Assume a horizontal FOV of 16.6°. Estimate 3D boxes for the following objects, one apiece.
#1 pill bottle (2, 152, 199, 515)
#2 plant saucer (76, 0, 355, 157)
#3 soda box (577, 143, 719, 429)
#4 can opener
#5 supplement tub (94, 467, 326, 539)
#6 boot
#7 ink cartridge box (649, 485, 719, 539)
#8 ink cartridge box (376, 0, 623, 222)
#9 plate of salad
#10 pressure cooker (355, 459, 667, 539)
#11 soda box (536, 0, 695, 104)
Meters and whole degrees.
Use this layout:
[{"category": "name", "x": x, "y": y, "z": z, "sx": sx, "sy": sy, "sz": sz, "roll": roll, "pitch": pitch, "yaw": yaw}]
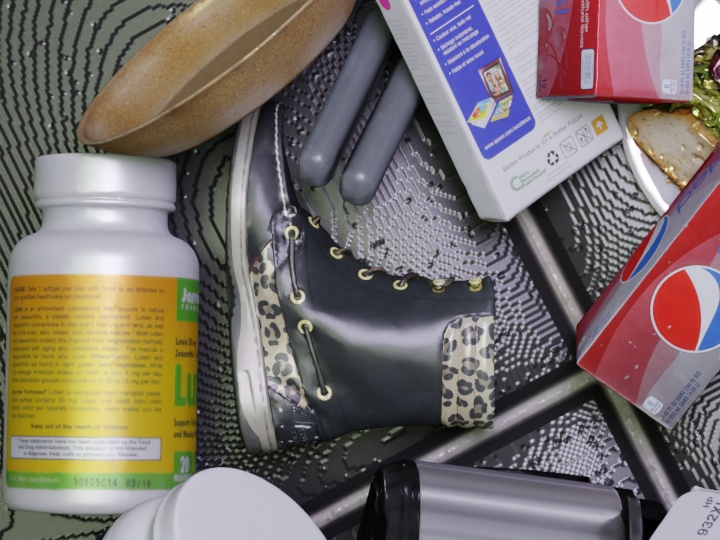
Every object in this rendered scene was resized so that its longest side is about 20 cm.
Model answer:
[{"category": "pill bottle", "x": -0.148, "y": 0.037, "z": 1.417, "sx": 0.110, "sy": 0.111, "sz": 0.202, "roll": 1, "pitch": 87, "yaw": 8}, {"category": "plant saucer", "x": -0.070, "y": -0.123, "z": 1.386, "sx": 0.200, "sy": 0.200, "sz": 0.036, "roll": -36, "pitch": 108, "yaw": 5}, {"category": "soda box", "x": 0.203, "y": -0.016, "z": 1.359, "sx": 0.070, "sy": 0.063, "sz": 0.200, "roll": 35, "pitch": 107, "yaw": -7}, {"category": "can opener", "x": 0.024, "y": -0.136, "z": 1.403, "sx": 0.053, "sy": 0.067, "sz": 0.201, "roll": 24, "pitch": 67, "yaw": 4}, {"category": "supplement tub", "x": -0.114, "y": 0.212, "z": 1.358, "sx": 0.200, "sy": 0.140, "sz": 0.141, "roll": -41, "pitch": 81, "yaw": 30}, {"category": "boot", "x": 0.000, "y": 0.001, "z": 1.423, "sx": 0.152, "sy": 0.073, "sz": 0.205, "roll": -2, "pitch": 83, "yaw": 2}, {"category": "ink cartridge box", "x": 0.195, "y": 0.233, "z": 1.244, "sx": 0.083, "sy": 0.201, "sz": 0.145, "roll": 6, "pitch": 44, "yaw": 40}, {"category": "ink cartridge box", "x": 0.068, "y": -0.137, "z": 1.377, "sx": 0.094, "sy": 0.037, "sz": 0.201, "roll": -34, "pitch": 111, "yaw": -24}, {"category": "plate of salad", "x": 0.244, "y": -0.098, "z": 1.400, "sx": 0.198, "sy": 0.048, "sz": 0.202, "roll": -1, "pitch": 86, "yaw": 9}, {"category": "pressure cooker", "x": 0.093, "y": 0.199, "z": 1.338, "sx": 0.198, "sy": 0.176, "sz": 0.180, "roll": 8, "pitch": 88, "yaw": -4}, {"category": "soda box", "x": 0.143, "y": -0.193, "z": 1.363, "sx": 0.070, "sy": 0.063, "sz": 0.202, "roll": 0, "pitch": 92, "yaw": -28}]
